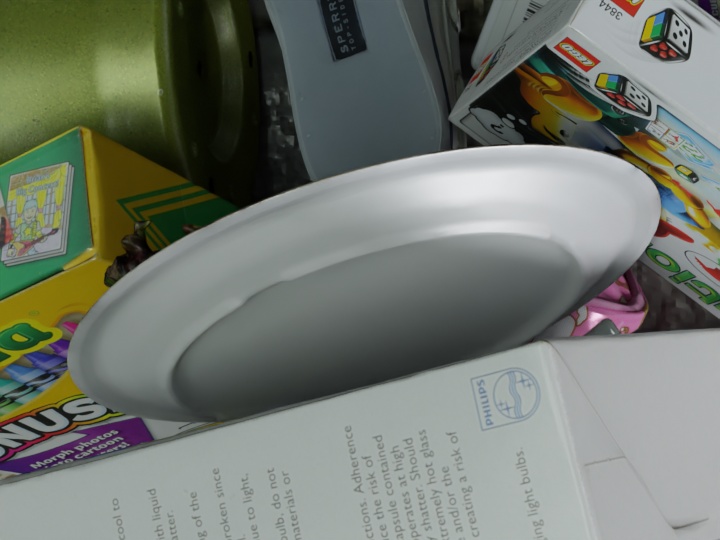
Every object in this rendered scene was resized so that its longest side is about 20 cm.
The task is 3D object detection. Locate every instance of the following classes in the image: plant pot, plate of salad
[{"bbox_3d":[-0.145,-0.072,0.910,0.193,0.200,0.201,-4,103,12],"label":"plant pot"},{"bbox_3d":[0.000,0.000,0.775,0.200,0.200,0.048,-28,66,27],"label":"plate of salad"}]

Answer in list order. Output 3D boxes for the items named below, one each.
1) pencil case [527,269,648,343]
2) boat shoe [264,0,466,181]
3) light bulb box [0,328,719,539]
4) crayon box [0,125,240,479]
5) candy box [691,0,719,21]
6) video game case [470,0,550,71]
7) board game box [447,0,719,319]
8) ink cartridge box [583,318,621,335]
[{"bbox_3d":[0.035,0.070,0.920,0.087,0.083,0.200,49,125,44],"label":"pencil case"},{"bbox_3d":[0.007,-0.102,0.885,0.075,0.086,0.202,-18,68,13],"label":"boat shoe"},{"bbox_3d":[0.024,0.100,0.765,0.200,0.198,0.125,-17,82,27],"label":"light bulb box"},{"bbox_3d":[-0.123,0.035,0.874,0.200,0.173,0.058,-24,62,26],"label":"crayon box"},{"bbox_3d":[0.096,-0.158,0.760,0.102,0.026,0.200,7,111,62],"label":"candy box"},{"bbox_3d":[0.151,-0.120,0.799,0.182,0.022,0.200,28,114,16],"label":"video game case"},{"bbox_3d":[0.133,-0.018,0.776,0.200,0.126,0.035,36,74,-6],"label":"board game box"},{"bbox_3d":[0.075,0.143,0.876,0.200,0.044,0.174,-40,74,23],"label":"ink cartridge box"}]
